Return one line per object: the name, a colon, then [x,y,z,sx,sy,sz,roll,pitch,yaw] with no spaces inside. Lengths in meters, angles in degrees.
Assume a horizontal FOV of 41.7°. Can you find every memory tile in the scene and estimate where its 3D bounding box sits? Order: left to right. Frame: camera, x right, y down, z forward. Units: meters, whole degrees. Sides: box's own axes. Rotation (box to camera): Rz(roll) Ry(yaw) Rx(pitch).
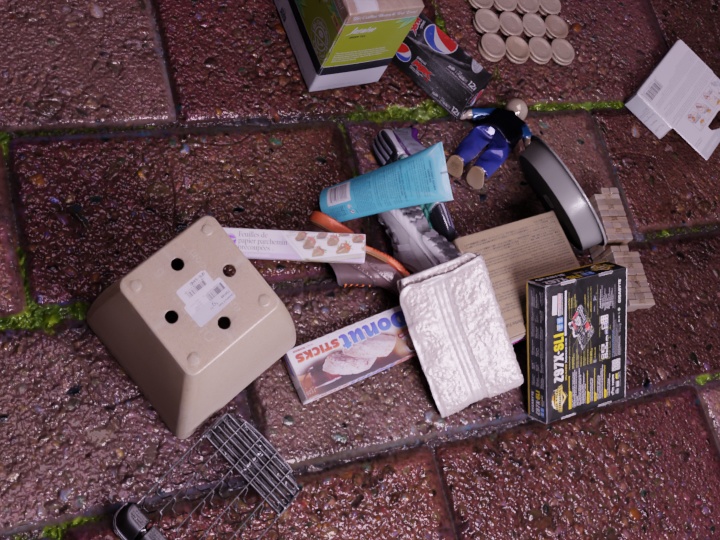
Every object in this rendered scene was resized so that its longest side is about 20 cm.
memory tile: [0.283,-0.431,1.667,0.196,0.017,0.157,-2,68,-25]

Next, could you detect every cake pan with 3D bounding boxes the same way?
cake pan: [0.304,-0.113,1.444,0.036,0.200,0.202,-33,81,4]

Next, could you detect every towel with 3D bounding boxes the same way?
towel: [0.136,0.086,1.292,0.130,0.034,0.204,-21,96,1]

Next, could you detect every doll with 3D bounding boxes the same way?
doll: [0.212,-0.218,1.517,0.135,0.049,0.200,31,55,18]

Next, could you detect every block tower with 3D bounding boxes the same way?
block tower: [0.406,-0.029,1.514,0.053,0.058,0.204,-3,66,-24]

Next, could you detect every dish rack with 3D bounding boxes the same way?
dish rack: [-0.175,0.278,1.123,0.154,0.055,0.200,46,56,0]

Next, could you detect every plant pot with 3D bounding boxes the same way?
plant pot: [-0.196,0.049,1.124,0.199,0.177,0.201,-39,84,-21]

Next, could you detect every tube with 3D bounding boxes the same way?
tube: [0.034,-0.113,1.310,0.050,0.197,0.079,-18,93,-58]

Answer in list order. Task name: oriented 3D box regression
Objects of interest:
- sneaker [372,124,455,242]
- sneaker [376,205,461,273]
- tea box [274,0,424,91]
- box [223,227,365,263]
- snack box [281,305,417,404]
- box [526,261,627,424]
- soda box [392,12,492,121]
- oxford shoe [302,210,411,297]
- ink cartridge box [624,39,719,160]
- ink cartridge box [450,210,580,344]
sneaker: [0.102,-0.136,1.422,0.086,0.074,0.203,-22,76,-35]
sneaker: [0.061,-0.045,1.361,0.074,0.082,0.201,0,44,-53]
tea box: [-0.027,-0.413,1.418,0.131,0.197,0.204,-14,72,-27]
box: [-0.090,-0.033,1.269,0.195,0.041,0.040,3,87,-3]
snack box: [-0.007,0.112,1.287,0.197,0.024,0.073,-20,75,-29]
box: [0.311,0.101,1.354,0.157,0.049,0.205,-11,106,-27]
soda box: [0.111,-0.339,1.508,0.200,0.071,0.063,43,57,7]
oxford shoe: [0.000,0.000,1.327,0.198,0.071,0.073,33,80,-4]
ink cartridge box: [0.596,-0.306,1.730,0.173,0.044,0.200,44,57,0]
ink cartridge box: [0.233,0.017,1.405,0.197,0.075,0.168,-15,75,-29]
